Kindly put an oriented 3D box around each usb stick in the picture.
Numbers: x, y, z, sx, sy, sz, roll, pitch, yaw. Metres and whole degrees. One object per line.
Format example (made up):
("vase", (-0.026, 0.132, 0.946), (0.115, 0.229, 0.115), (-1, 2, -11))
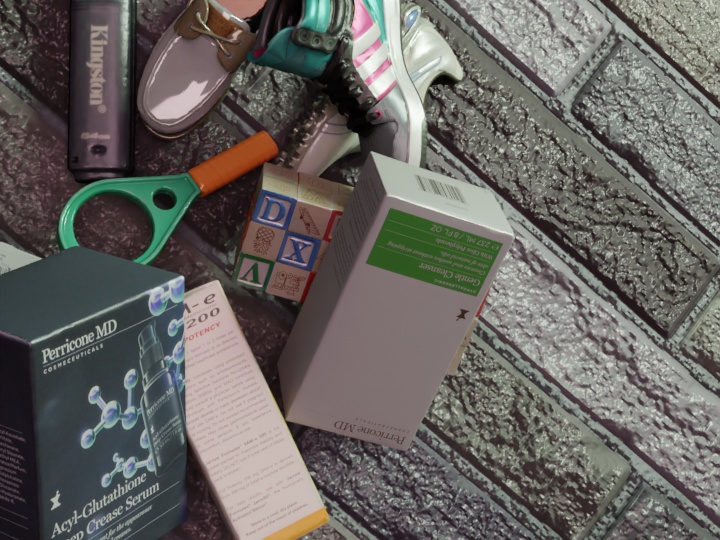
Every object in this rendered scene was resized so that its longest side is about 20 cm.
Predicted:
("usb stick", (-0.211, -0.171, 0.998), (0.055, 0.033, 0.200), (1, 86, -12))

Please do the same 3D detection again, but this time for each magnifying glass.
("magnifying glass", (-0.152, -0.060, 0.983), (0.200, 0.022, 0.080), (-32, 81, -28))

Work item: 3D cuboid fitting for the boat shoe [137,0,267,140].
("boat shoe", (-0.117, -0.199, 1.001), (0.075, 0.068, 0.200), (33, 80, -7))

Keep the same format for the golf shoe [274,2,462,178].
("golf shoe", (0.010, -0.126, 1.021), (0.097, 0.078, 0.200), (41, 80, -12))

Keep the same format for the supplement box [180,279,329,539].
("supplement box", (-0.104, 0.113, 0.950), (0.074, 0.126, 0.200), (-25, 92, -12))

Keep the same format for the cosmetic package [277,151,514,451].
("cosmetic package", (0.021, 0.026, 0.921), (0.108, 0.085, 0.200), (15, 114, -16))

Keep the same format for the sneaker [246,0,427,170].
("sneaker", (-0.022, -0.148, 0.924), (0.121, 0.084, 0.200), (-7, 82, -31))

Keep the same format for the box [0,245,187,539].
("box", (-0.205, 0.103, 0.838), (0.107, 0.148, 0.200), (13, 113, 29))

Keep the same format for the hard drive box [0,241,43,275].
("hard drive box", (-0.292, 0.079, 0.891), (0.077, 0.156, 0.200), (10, 81, 18))

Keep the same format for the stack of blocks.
("stack of blocks", (0.000, 0.000, 0.989), (0.200, 0.059, 0.115), (16, 115, -10))
